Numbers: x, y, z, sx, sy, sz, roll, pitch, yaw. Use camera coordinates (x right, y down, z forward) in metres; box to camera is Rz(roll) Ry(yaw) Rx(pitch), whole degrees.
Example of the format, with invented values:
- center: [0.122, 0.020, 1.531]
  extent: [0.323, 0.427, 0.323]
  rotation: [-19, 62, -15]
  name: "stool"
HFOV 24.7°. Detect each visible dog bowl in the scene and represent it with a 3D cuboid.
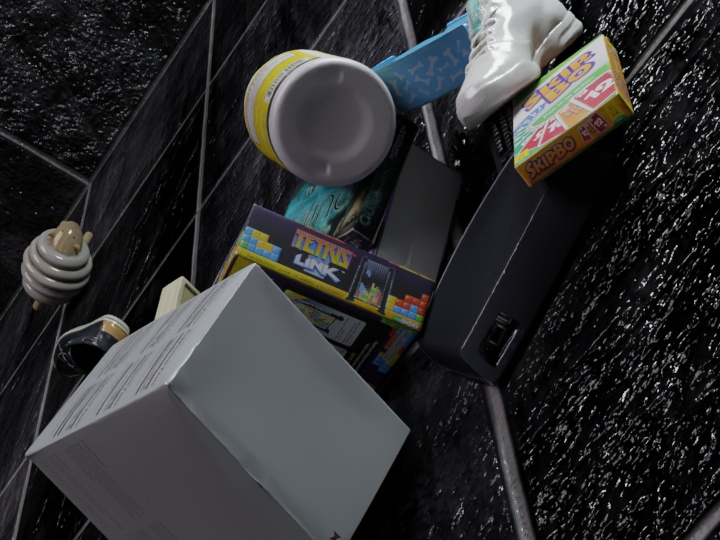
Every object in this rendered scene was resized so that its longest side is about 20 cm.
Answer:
- center: [0.097, -0.205, 1.515]
  extent: [0.200, 0.050, 0.111]
  rotation: [-35, 11, -33]
  name: "dog bowl"

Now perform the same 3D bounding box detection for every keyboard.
- center: [0.124, -0.129, 1.496]
  extent: [0.127, 0.021, 0.200]
  rotation: [-49, 20, 20]
  name: "keyboard"

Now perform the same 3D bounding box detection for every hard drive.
- center: [0.117, -0.012, 1.304]
  extent: [0.201, 0.042, 0.135]
  rotation: [-62, 18, -5]
  name: "hard drive"

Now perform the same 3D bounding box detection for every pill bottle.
- center: [-0.044, -0.144, 1.511]
  extent: [0.115, 0.114, 0.200]
  rotation: [-59, 17, 2]
  name: "pill bottle"

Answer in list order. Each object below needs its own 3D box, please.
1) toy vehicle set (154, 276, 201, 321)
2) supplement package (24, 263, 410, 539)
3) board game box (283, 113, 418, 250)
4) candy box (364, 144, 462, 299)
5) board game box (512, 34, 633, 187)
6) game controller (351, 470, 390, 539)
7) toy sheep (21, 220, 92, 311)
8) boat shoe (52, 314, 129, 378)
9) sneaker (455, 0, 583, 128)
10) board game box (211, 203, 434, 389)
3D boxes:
- center: [-0.143, 0.109, 1.485]
  extent: [0.026, 0.124, 0.201]
  rotation: [-31, 28, 24]
  name: "toy vehicle set"
- center: [-0.110, 0.136, 1.283]
  extent: [0.200, 0.191, 0.147]
  rotation: [-27, 21, 43]
  name: "supplement package"
- center: [-0.026, -0.053, 1.546]
  extent: [0.200, 0.028, 0.136]
  rotation: [-32, 31, 54]
  name: "board game box"
- center: [0.000, 0.000, 1.556]
  extent: [0.200, 0.071, 0.168]
  rotation: [-38, 28, 48]
  name: "candy box"
- center: [0.165, -0.132, 1.307]
  extent: [0.095, 0.030, 0.200]
  rotation: [-36, 12, 17]
  name: "board game box"
- center: [-0.031, 0.196, 1.405]
  extent: [0.200, 0.042, 0.105]
  rotation: [-33, 46, 55]
  name: "game controller"
- center: [-0.547, -0.005, 2.964]
  extent: [0.138, 0.137, 0.201]
  rotation: [-88, 19, -56]
  name: "toy sheep"
- center: [-0.416, 0.126, 2.483]
  extent: [0.200, 0.075, 0.062]
  rotation: [-29, 29, 49]
  name: "boat shoe"
- center: [0.116, -0.193, 1.415]
  extent: [0.075, 0.089, 0.200]
  rotation: [-36, 7, 39]
  name: "sneaker"
- center: [-0.048, 0.042, 1.405]
  extent: [0.200, 0.165, 0.057]
  rotation: [125, 168, -57]
  name: "board game box"
